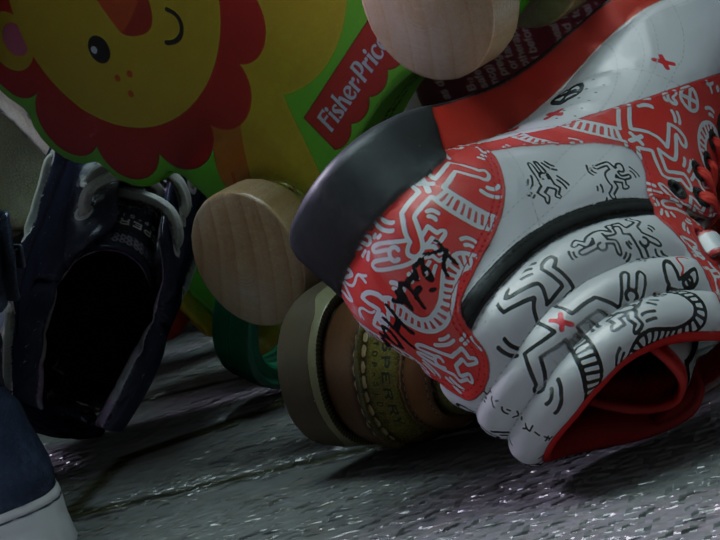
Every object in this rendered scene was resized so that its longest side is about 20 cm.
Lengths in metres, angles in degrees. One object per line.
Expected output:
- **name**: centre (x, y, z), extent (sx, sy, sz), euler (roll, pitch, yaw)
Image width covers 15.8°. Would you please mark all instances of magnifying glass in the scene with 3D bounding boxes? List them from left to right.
- **magnifying glass**: centre (0.000, 0.000, 0.993), extent (0.022, 0.080, 0.200), euler (20, 12, 21)

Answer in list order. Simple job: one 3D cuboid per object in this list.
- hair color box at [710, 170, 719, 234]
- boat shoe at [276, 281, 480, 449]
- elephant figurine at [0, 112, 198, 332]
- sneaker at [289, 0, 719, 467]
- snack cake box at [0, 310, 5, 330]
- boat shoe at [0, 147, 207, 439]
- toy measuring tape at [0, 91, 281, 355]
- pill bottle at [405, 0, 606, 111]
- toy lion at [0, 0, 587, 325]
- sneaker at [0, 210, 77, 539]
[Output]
- **hair color box**: centre (0.130, -0.036, 0.985), extent (0.199, 0.061, 0.101), euler (-9, 10, 34)
- **boat shoe**: centre (0.062, 0.006, 0.827), extent (0.068, 0.072, 0.200), euler (-2, 24, 42)
- **elephant figurine**: centre (-0.146, -0.022, 1.070), extent (0.200, 0.156, 0.141), euler (-31, 38, -26)
- **sneaker**: centre (0.080, -0.015, 0.749), extent (0.201, 0.108, 0.067), euler (-29, -23, -43)
- **snack cake box**: centre (-0.127, -0.060, 1.189), extent (0.067, 0.200, 0.115), euler (29, 8, -5)
- **boat shoe**: centre (-0.075, -0.032, 0.924), extent (0.074, 0.201, 0.093), euler (16, 0, -12)
- **toy measuring tape**: centre (-0.096, -0.034, 1.011), extent (0.074, 0.200, 0.074), euler (-48, -1, -1)
- **pill bottle**: centre (0.069, -0.101, 0.931), extent (0.199, 0.115, 0.114), euler (-13, 8, 26)
- **toy lion**: centre (-0.045, -0.095, 0.816), extent (0.069, 0.192, 0.200), euler (-34, -13, -45)
- **sneaker**: centre (-0.158, 0.021, 0.831), extent (0.077, 0.147, 0.202), euler (-21, 8, -27)
